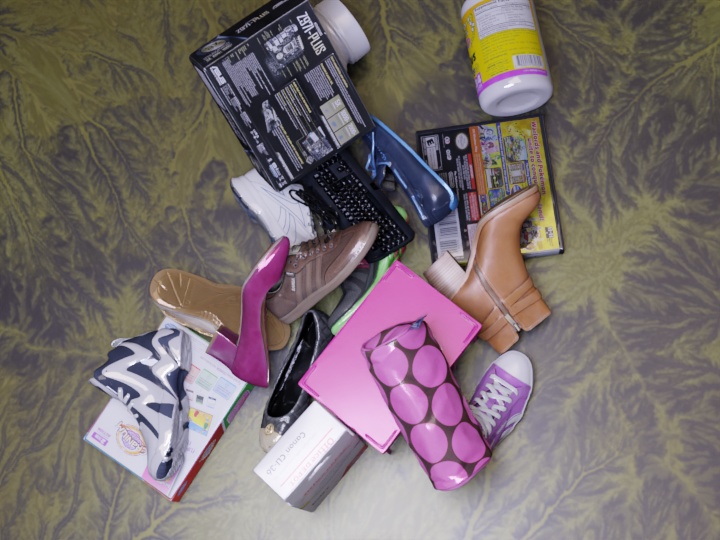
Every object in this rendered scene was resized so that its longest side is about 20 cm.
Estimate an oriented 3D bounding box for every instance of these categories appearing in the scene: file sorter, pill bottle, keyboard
[{"bbox_3d":[0.043,0.119,1.483,0.139,0.125,0.200,37,83,14],"label":"file sorter"},{"bbox_3d":[0.198,-0.324,1.590,0.103,0.104,0.202,-11,74,4],"label":"pill bottle"},{"bbox_3d":[-0.091,-0.286,1.610,0.200,0.114,0.115,-38,75,-4],"label":"pill bottle"},{"bbox_3d":[-0.021,-0.094,1.537,0.104,0.040,0.200,-34,63,-11],"label":"keyboard"}]

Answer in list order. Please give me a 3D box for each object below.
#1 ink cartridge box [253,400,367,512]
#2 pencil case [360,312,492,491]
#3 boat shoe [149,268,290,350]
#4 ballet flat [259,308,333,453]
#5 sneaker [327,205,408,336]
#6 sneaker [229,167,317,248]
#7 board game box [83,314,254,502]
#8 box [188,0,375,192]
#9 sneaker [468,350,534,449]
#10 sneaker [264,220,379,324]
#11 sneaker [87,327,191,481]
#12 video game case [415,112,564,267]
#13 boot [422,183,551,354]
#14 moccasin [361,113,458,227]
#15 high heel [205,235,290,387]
[{"bbox_3d":[-0.061,0.232,1.429,0.067,0.200,0.117,40,83,14],"label":"ink cartridge box"},{"bbox_3d":[0.084,0.156,1.366,0.093,0.091,0.201,-29,95,-35],"label":"pencil case"},{"bbox_3d":[-0.191,0.055,1.559,0.199,0.069,0.074,25,71,-9],"label":"boat shoe"},{"bbox_3d":[-0.093,0.145,1.523,0.066,0.057,0.201,10,72,36],"label":"ballet flat"},{"bbox_3d":[0.000,0.000,1.553,0.083,0.077,0.201,18,68,17],"label":"sneaker"},{"bbox_3d":[-0.096,-0.071,1.580,0.087,0.075,0.200,-36,75,-9],"label":"sneaker"},{"bbox_3d":[-0.253,0.184,1.547,0.152,0.040,0.201,32,81,13],"label":"board game box"},{"bbox_3d":[-0.102,-0.235,1.511,0.163,0.201,0.086,-35,30,-6],"label":"box"},{"bbox_3d":[0.161,0.185,1.460,0.072,0.114,0.201,29,79,14],"label":"sneaker"},{"bbox_3d":[-0.062,-0.008,1.486,0.075,0.071,0.200,41,119,-11],"label":"sneaker"},{"bbox_3d":[-0.293,0.173,1.493,0.128,0.080,0.201,-2,75,8],"label":"sneaker"},{"bbox_3d":[0.176,-0.108,1.579,0.179,0.026,0.202,-8,74,5],"label":"video game case"},{"bbox_3d":[0.199,-0.002,1.507,0.155,0.074,0.200,46,108,1],"label":"boot"},{"bbox_3d":[0.046,-0.139,1.559,0.068,0.080,0.200,-45,58,3],"label":"moccasin"},{"bbox_3d":[-0.117,0.055,1.479,0.096,0.067,0.201,31,104,-1],"label":"high heel"}]
